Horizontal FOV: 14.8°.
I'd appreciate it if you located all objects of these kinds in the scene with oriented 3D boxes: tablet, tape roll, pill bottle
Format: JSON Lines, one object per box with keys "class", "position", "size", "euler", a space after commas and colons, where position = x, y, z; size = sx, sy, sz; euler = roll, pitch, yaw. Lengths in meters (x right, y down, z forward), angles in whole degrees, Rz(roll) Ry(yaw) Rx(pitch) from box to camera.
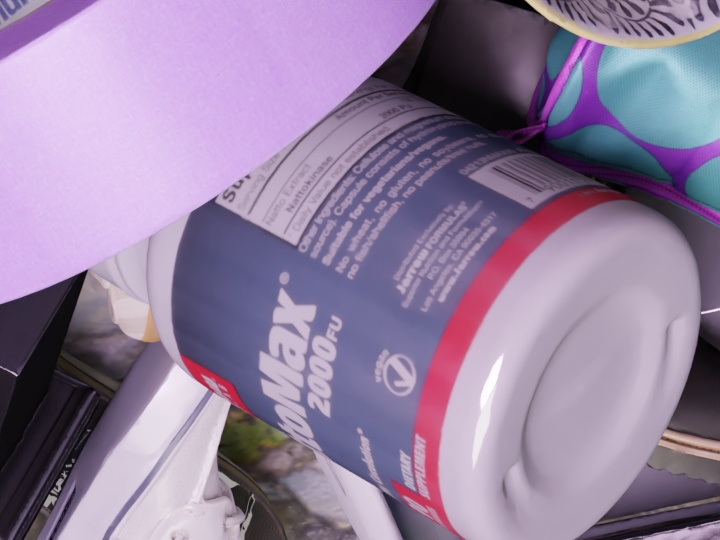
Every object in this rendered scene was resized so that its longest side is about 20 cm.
{"class": "tablet", "position": [-0.014, 0.059, 1.086], "size": [0.014, 0.130, 0.200], "euler": [-27, 135, -4]}
{"class": "tape roll", "position": [-0.074, -0.072, 0.832], "size": [0.200, 0.200, 0.066], "euler": [-25, 112, 21]}
{"class": "pill bottle", "position": [0.000, 0.000, 0.912], "size": [0.200, 0.120, 0.120], "euler": [28, 150, 34]}

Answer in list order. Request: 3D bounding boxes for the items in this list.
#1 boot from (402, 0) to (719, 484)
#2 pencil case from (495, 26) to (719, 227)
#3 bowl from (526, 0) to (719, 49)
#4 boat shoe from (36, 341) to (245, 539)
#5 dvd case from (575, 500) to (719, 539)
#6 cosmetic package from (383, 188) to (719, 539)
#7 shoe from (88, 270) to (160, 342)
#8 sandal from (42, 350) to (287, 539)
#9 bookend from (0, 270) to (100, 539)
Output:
{"class": "boot", "position": [0.093, -0.015, 0.990], "size": [0.199, 0.077, 0.139], "euler": [22, 101, -2]}
{"class": "pencil case", "position": [0.152, -0.031, 0.933], "size": [0.200, 0.085, 0.093], "euler": [32, 89, -5]}
{"class": "bowl", "position": [0.067, -0.174, 0.843], "size": [0.200, 0.094, 0.202], "euler": [-15, 114, -37]}
{"class": "boat shoe", "position": [-0.080, 0.098, 1.095], "size": [0.070, 0.071, 0.200], "euler": [25, 109, -12]}
{"class": "dvd case", "position": [0.124, 0.100, 1.057], "size": [0.199, 0.018, 0.143], "euler": [-12, 175, 16]}
{"class": "cosmetic package", "position": [0.098, 0.034, 1.099], "size": [0.199, 0.081, 0.113], "euler": [-13, 134, 11]}
{"class": "shoe", "position": [-0.092, -0.057, 1.002], "size": [0.053, 0.070, 0.201], "euler": [-2, 129, -2]}
{"class": "sandal", "position": [-0.106, 0.078, 1.154], "size": [0.080, 0.057, 0.201], "euler": [-43, 108, 11]}
{"class": "bookend", "position": [-0.175, -0.028, 0.962], "size": [0.198, 0.092, 0.200], "euler": [24, 134, 2]}
